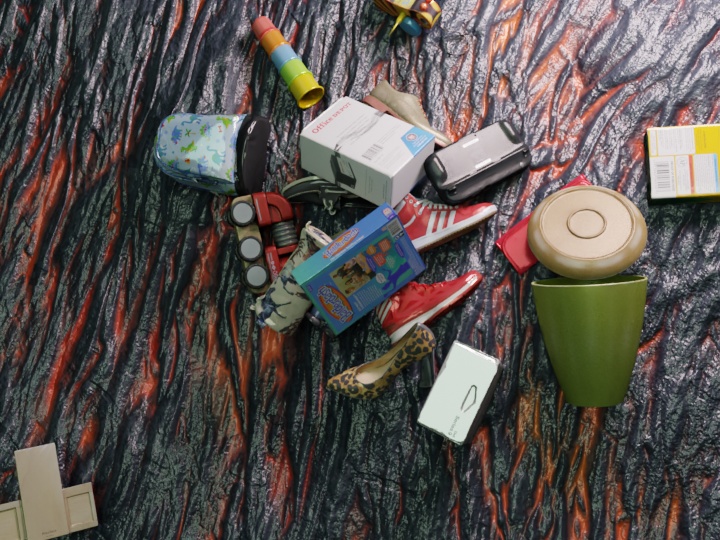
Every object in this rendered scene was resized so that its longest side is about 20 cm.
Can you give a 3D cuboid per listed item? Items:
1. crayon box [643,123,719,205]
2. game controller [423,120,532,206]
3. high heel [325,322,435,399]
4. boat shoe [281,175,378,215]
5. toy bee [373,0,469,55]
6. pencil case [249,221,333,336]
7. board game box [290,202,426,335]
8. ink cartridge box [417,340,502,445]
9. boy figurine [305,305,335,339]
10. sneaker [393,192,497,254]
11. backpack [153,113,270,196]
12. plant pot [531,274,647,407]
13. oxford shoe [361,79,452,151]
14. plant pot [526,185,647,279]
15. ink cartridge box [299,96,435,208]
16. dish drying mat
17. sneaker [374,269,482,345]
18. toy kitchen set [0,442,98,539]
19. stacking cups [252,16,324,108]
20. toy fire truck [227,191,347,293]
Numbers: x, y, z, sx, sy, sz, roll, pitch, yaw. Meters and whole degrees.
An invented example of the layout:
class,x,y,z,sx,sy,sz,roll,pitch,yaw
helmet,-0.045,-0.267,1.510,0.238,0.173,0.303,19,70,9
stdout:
class,x,y,z,sx,sy,sz,roll,pitch,yaw
crayon box,0.596,-0.183,1.444,0.198,0.052,0.127,-2,80,11
game controller,0.211,-0.194,1.495,0.199,0.042,0.105,-28,73,-18
high heel,0.032,0.149,1.449,0.198,0.144,0.072,-7,38,1
boat shoe,-0.047,-0.138,1.551,0.198,0.073,0.063,-6,76,5
toy bee,0.111,-0.493,1.564,0.198,0.109,0.132,11,81,13
pencil case,-0.109,0.015,1.456,0.089,0.078,0.201,30,105,-12
board game box,0.000,0.000,1.425,0.199,0.153,0.045,-36,45,-4
ink cartridge box,0.170,0.203,1.383,0.083,0.200,0.147,24,85,15
boy figurine,-0.022,0.021,1.515,0.124,0.064,0.201,36,86,-16
sneaker,0.138,-0.107,1.510,0.198,0.071,0.113,-23,80,8
backpack,-0.290,-0.226,1.589,0.198,0.153,0.165,9,89,25
plant pot,0.381,0.116,1.384,0.185,0.187,0.202,-3,94,10
oxford shoe,0.098,-0.286,1.551,0.199,0.070,0.075,36,82,13
plant pot,0.381,-0.073,1.416,0.198,0.028,0.202,-6,53,9
ink cartridge box,0.011,-0.212,1.502,0.199,0.084,0.145,28,52,22
dish drying mat,0.339,-0.083,1.493,0.199,0.018,0.077,-38,76,2
sneaker,0.110,0.034,1.489,0.199,0.078,0.116,-35,77,2
toy kitchen set,-0.620,0.420,1.567,0.198,0.180,0.165,-7,80,-31
stacking cups,-0.143,-0.408,1.630,0.060,0.061,0.201,-33,71,4
toy fire truck,-0.131,-0.062,1.537,0.198,0.129,0.178,-13,91,-13
